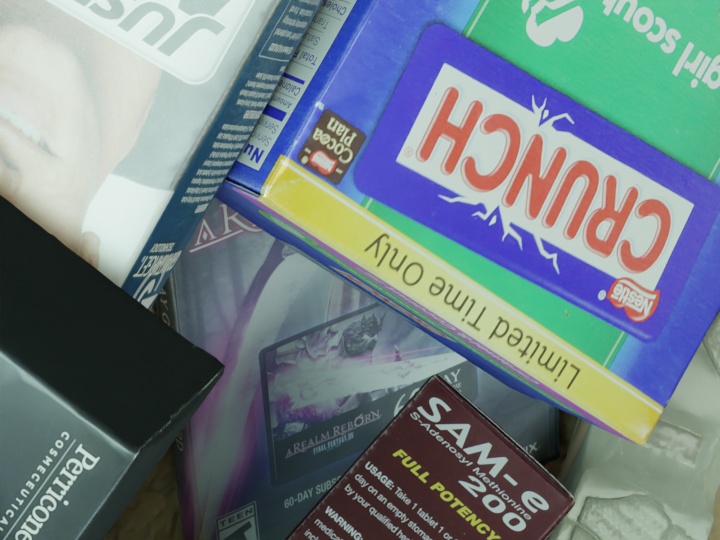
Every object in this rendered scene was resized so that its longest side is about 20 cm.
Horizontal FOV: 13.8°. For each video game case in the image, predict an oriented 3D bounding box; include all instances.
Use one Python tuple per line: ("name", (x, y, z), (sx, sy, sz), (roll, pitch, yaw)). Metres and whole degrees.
("video game case", (0.000, 0.000, 0.947), (0.142, 0.019, 0.201), (-22, 126, -27))

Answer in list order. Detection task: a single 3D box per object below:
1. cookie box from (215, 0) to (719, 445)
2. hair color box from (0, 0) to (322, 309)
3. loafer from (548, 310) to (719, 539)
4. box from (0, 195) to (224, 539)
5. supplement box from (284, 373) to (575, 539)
("cookie box", (0.059, -0.076, 0.884), (0.171, 0.075, 0.201), (32, 86, -36))
("hair color box", (-0.085, -0.045, 0.794), (0.201, 0.100, 0.061), (-61, 174, 7))
("loafer", (0.106, 0.040, 1.028), (0.072, 0.063, 0.201), (29, 84, -14))
("box", (-0.150, 0.066, 0.747), (0.200, 0.141, 0.079), (-54, 180, 20))
("supplement box", (-0.027, 0.132, 0.895), (0.200, 0.061, 0.109), (-48, 174, -15))
